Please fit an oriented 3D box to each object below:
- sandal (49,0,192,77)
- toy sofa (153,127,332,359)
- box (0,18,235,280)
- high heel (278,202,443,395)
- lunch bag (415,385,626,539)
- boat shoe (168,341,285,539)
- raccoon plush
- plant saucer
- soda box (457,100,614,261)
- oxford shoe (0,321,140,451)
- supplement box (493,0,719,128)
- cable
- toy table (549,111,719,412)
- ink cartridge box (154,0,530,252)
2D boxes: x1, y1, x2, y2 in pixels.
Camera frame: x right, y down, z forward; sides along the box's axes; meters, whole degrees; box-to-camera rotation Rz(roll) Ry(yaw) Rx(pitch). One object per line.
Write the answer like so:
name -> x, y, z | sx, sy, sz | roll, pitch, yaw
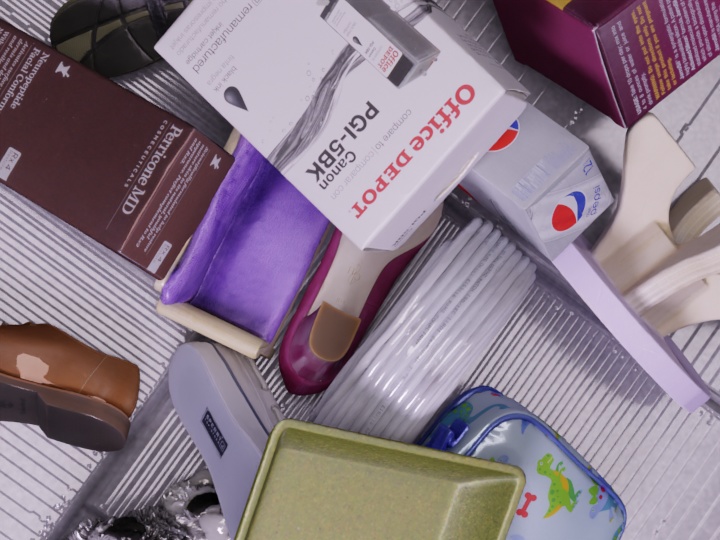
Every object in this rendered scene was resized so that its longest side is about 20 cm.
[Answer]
sandal -> -0.123, -0.186, 1.496 | 0.200, 0.057, 0.080 | -5, 109, 12
toy sofa -> -0.063, -0.043, 1.478 | 0.083, 0.098, 0.201 | 25, 85, 8
box -> -0.197, -0.086, 1.440 | 0.200, 0.075, 0.100 | 29, 86, 24
high heel -> 0.000, 0.000, 1.525 | 0.067, 0.096, 0.201 | 25, 65, -8
lunch bag -> 0.078, 0.192, 1.481 | 0.161, 0.082, 0.200 | 41, 86, -27
boat shoe -> -0.066, 0.128, 1.451 | 0.065, 0.074, 0.200 | 0, 52, -37
raccoon plush -> -0.173, 0.199, 1.491 | 0.199, 0.134, 0.097 | -4, 106, 25
plant saucer -> -0.011, 0.198, 1.370 | 0.199, 0.048, 0.200 | 15, 99, -31
soda box -> 0.083, -0.093, 1.456 | 0.063, 0.068, 0.200 | -44, 52, -7
oxford shoe -> -0.252, 0.064, 1.486 | 0.199, 0.071, 0.071 | 20, 58, -5
supplement box -> 0.208, -0.216, 1.479 | 0.200, 0.131, 0.103 | -39, 137, -13
cable -> 0.042, 0.056, 1.440 | 0.069, 0.200, 0.200 | 39, 85, 3
toy table -> 0.215, -0.009, 1.483 | 0.117, 0.184, 0.200 | -39, 111, 10
ink cartridge box -> -0.011, -0.130, 1.380 | 0.200, 0.083, 0.147 | 44, 101, 10
